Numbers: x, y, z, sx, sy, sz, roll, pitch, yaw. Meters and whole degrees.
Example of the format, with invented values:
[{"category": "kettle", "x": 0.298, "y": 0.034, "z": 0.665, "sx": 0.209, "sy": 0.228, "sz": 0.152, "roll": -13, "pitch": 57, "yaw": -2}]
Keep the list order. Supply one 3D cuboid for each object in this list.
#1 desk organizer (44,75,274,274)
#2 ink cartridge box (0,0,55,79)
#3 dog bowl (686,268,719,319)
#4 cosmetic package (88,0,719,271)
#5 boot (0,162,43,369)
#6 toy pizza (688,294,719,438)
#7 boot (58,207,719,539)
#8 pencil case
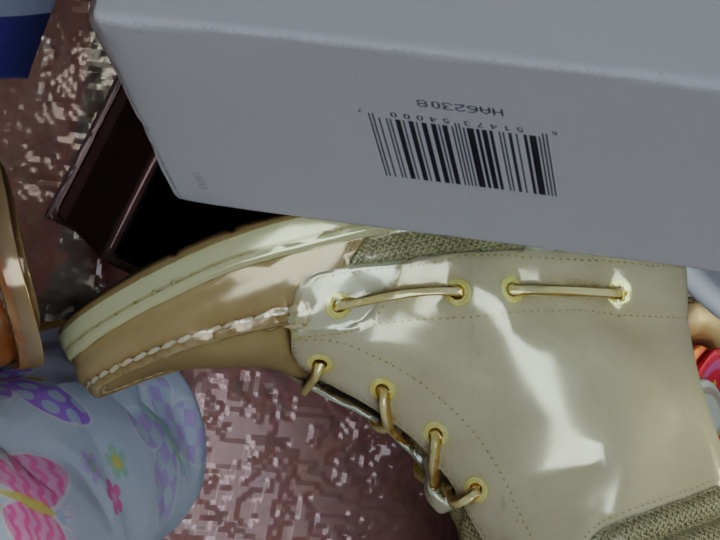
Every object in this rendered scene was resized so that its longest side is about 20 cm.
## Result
[{"category": "desk organizer", "x": 0.000, "y": 0.000, "z": 0.898, "sx": 0.199, "sy": 0.077, "sz": 0.072, "roll": 27, "pitch": 93, "yaw": -22}, {"category": "ink cartridge box", "x": -0.130, "y": -0.122, "z": 0.783, "sx": 0.119, "sy": 0.042, "sz": 0.201, "roll": -8, "pitch": 130, "yaw": -51}, {"category": "dog bowl", "x": 0.180, "y": -0.068, "z": 0.854, "sx": 0.199, "sy": 0.079, "sz": 0.202, "roll": 2, "pitch": 96, "yaw": 16}, {"category": "cosmetic package", "x": 0.050, "y": -0.120, "z": 0.743, "sx": 0.198, "sy": 0.123, "sz": 0.201, "roll": 8, "pitch": 69, "yaw": 12}, {"category": "boot", "x": -0.185, "y": 0.006, "z": 0.771, "sx": 0.154, "sy": 0.200, "sz": 0.074, "roll": -14, "pitch": 102, "yaw": -23}, {"category": "toy pizza", "x": 0.102, "y": 0.104, "z": 0.921, "sx": 0.200, "sy": 0.032, "sz": 0.202, "roll": -31, "pitch": 129, "yaw": -48}, {"category": "boot", "x": 0.018, "y": 0.053, "z": 0.807, "sx": 0.199, "sy": 0.073, "sz": 0.157, "roll": -15, "pitch": 87, "yaw": -8}, {"category": "pencil case", "x": -0.116, "y": 0.072, "z": 0.812, "sx": 0.083, "sy": 0.200, "sz": 0.091, "roll": -35, "pitch": 92, "yaw": 19}]
